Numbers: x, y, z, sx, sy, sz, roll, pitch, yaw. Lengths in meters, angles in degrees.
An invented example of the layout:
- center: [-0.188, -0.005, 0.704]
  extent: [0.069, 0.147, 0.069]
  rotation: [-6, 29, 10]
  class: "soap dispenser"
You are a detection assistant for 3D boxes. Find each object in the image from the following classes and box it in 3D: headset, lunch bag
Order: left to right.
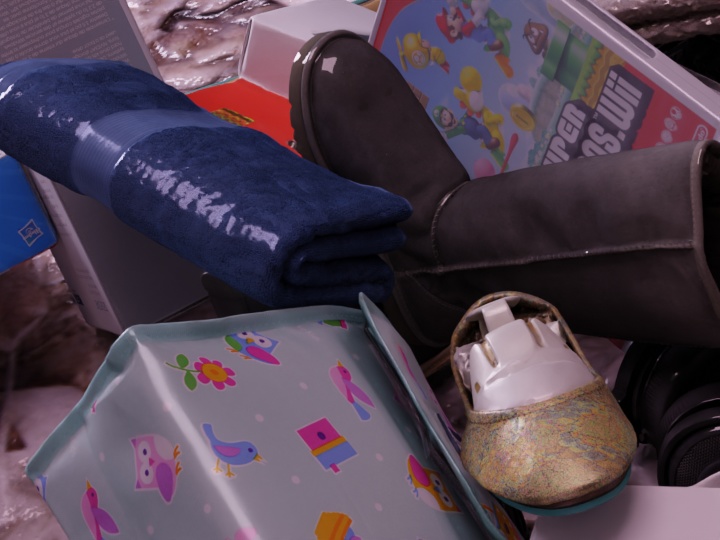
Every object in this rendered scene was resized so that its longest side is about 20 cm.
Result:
- center: [-0.010, 0.105, 0.954]
  extent: [0.199, 0.122, 0.171]
  rotation: [-6, 54, -46]
  class: "lunch bag"
- center: [0.155, 0.081, 1.044]
  extent: [0.198, 0.095, 0.124]
  rotation: [-8, 30, -13]
  class: "headset"

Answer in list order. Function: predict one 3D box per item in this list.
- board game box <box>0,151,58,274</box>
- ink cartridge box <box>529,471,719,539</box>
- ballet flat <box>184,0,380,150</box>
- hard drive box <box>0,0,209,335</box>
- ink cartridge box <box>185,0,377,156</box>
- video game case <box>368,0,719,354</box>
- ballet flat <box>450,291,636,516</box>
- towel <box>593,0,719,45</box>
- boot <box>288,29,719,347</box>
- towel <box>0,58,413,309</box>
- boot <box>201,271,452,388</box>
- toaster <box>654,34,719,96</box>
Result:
- center: [-0.277, 0.004, 1.242]
  extent: [0.199, 0.056, 0.196]
  rotation: [-29, 9, -13]
  class: "board game box"
- center: [0.124, 0.179, 0.864]
  extent: [0.124, 0.129, 0.201]
  rotation: [0, 39, 23]
  class: "ink cartridge box"
- center: [-0.040, -0.099, 1.358]
  extent: [0.199, 0.069, 0.063]
  rotation: [-29, 66, -10]
  class: "ballet flat"
- center: [-0.145, -0.072, 1.195]
  extent: [0.076, 0.201, 0.156]
  rotation: [-27, 8, -13]
  class: "hard drive box"
- center: [0.018, -0.086, 1.220]
  extent: [0.199, 0.044, 0.173]
  rotation: [25, 23, 22]
  class: "ink cartridge box"
- center: [0.082, -0.072, 1.078]
  extent: [0.200, 0.144, 0.017]
  rotation: [41, 45, 25]
  class: "video game case"
- center: [0.067, 0.047, 0.934]
  extent: [0.070, 0.071, 0.200]
  rotation: [-17, 9, 1]
  class: "ballet flat"
- center: [0.171, -0.153, 1.095]
  extent: [0.199, 0.035, 0.133]
  rotation: [-8, 31, 25]
  class: "towel"
- center: [0.075, -0.038, 1.027]
  extent: [0.199, 0.183, 0.073]
  rotation: [-2, 35, 50]
  class: "boot"
- center: [-0.079, -0.046, 1.030]
  extent: [0.199, 0.049, 0.111]
  rotation: [30, 19, 29]
  class: "towel"
- center: [0.000, 0.000, 1.135]
  extent: [0.077, 0.139, 0.200]
  rotation: [7, 42, 29]
  class: "boot"
- center: [0.230, -0.078, 1.094]
  extent: [0.180, 0.119, 0.200]
  rotation: [-32, 35, -16]
  class: "toaster"
